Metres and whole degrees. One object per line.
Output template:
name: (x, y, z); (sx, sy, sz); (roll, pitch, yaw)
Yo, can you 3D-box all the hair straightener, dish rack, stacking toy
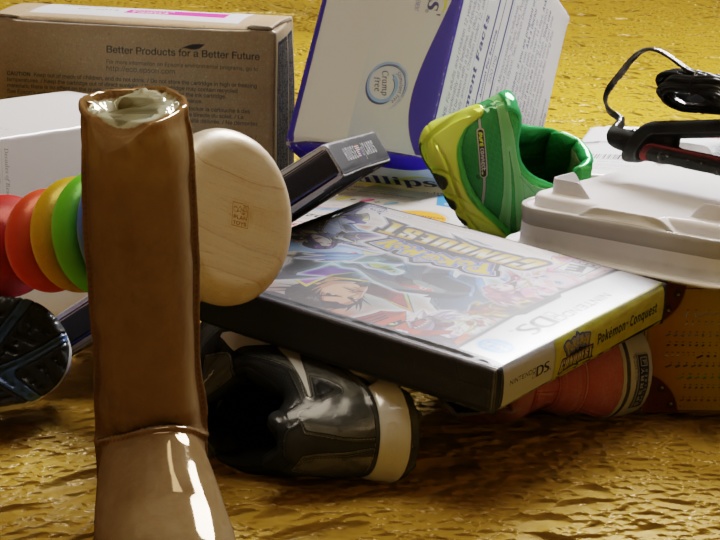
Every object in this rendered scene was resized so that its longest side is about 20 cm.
hair straightener: (0.209, -0.087, 1.306); (0.041, 0.078, 0.199); (9, 4, -39)
dish rack: (0.195, -0.035, 1.336); (0.171, 0.044, 0.199); (13, 18, 36)
stacking toy: (-0.130, -0.018, 1.193); (0.199, 0.086, 0.085); (-6, 5, 43)

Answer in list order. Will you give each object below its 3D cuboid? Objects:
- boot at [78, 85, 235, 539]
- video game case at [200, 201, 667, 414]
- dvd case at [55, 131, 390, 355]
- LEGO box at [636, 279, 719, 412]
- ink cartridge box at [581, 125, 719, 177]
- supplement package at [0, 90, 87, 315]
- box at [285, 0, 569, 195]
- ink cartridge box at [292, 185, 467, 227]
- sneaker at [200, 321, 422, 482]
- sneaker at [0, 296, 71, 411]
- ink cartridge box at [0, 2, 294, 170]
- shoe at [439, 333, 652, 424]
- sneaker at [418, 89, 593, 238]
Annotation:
boot: (-0.093, 0.032, 1.026); (0.066, 0.202, 0.175); (-4, 14, -14)
video game case: (0.031, 0.013, 1.225); (0.199, 0.026, 0.180); (16, 22, 30)
dvd case: (-0.082, -0.015, 1.337); (0.199, 0.025, 0.150); (-31, 0, 12)
LEGO box: (0.244, 0.026, 1.347); (0.198, 0.078, 0.149); (1, 13, -3)
ink cartridge box: (0.212, -0.039, 1.595); (0.144, 0.084, 0.200); (5, 13, 12)
supplement package: (-0.218, -0.038, 1.474); (0.121, 0.121, 0.199); (12, 17, 42)
box: (0.051, -0.131, 1.605); (0.104, 0.185, 0.200); (8, -15, 24)
ink cartridge box: (0.000, 0.000, 1.448); (0.115, 0.068, 0.200); (9, 15, 32)
sneaker: (-0.054, 0.059, 1.205); (0.090, 0.067, 0.200); (-3, 16, -29)
sneaker: (-0.247, 0.051, 1.248); (0.198, 0.076, 0.077); (4, -7, 5)
ink cartridge box: (-0.147, -0.096, 1.625); (0.198, 0.166, 0.075); (4, 14, 10)
shoe: (0.071, 0.033, 1.315); (0.090, 0.072, 0.200); (-3, 17, -29)
sneaker: (0.115, -0.035, 1.427); (0.083, 0.200, 0.074); (-34, 44, 13)
